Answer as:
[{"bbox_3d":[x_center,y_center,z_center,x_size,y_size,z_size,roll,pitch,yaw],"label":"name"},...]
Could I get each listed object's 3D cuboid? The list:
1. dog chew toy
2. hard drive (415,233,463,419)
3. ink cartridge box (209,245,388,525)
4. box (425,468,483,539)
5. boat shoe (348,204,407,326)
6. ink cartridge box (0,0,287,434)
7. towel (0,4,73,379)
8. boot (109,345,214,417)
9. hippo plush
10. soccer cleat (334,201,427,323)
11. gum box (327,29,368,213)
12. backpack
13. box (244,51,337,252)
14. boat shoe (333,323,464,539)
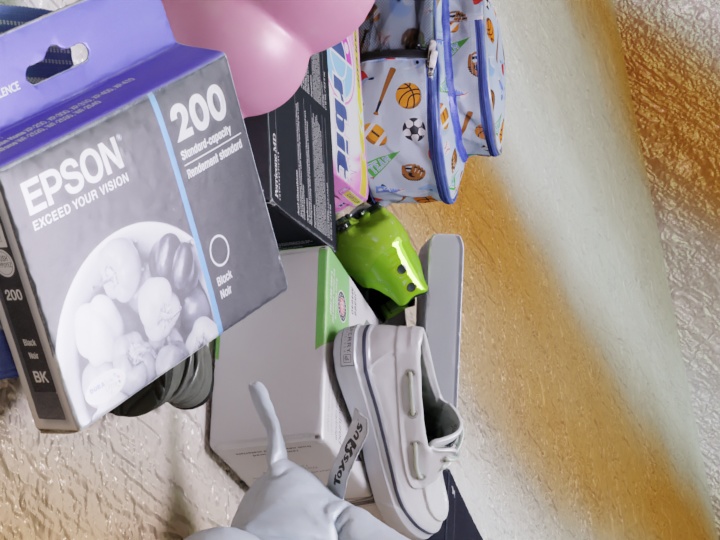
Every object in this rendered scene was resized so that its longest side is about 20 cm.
[{"bbox_3d":[-0.076,-0.155,1.351,0.200,0.124,0.125,-53,157,-1],"label":"dog chew toy"},{"bbox_3d":[0.057,0.043,1.621,0.200,0.027,0.133,101,-8,-88],"label":"hard drive"},{"bbox_3d":[-0.031,0.094,1.514,0.200,0.084,0.146,55,32,-58],"label":"ink cartridge box"},{"bbox_3d":[0.039,0.284,1.629,0.182,0.104,0.201,65,23,-47],"label":"box"},{"bbox_3d":[0.000,0.026,1.706,0.072,0.070,0.201,55,25,-34],"label":"boat shoe"},{"bbox_3d":[-0.131,-0.044,1.155,0.198,0.043,0.201,-35,114,-49],"label":"ink cartridge box"},{"bbox_3d":[-0.185,-0.044,1.162,0.145,0.024,0.201,-12,92,-68],"label":"towel"},{"bbox_3d":[-0.128,-0.011,1.292,0.131,0.067,0.201,-14,103,-79],"label":"boot"},{"bbox_3d":[-0.044,0.196,1.284,0.161,0.159,0.201,-21,122,-62],"label":"hippo plush"},{"bbox_3d":[0.000,0.000,1.592,0.081,0.067,0.200,59,-11,-4],"label":"soccer cleat"},{"bbox_3d":[-0.045,-0.146,1.612,0.113,0.066,0.201,34,50,-67],"label":"gum box"},{"bbox_3d":[0.049,-0.149,1.817,0.200,0.153,0.191,41,54,-71],"label":"backpack"},{"bbox_3d":[-0.076,-0.120,1.477,0.141,0.078,0.201,43,42,-69],"label":"box"},{"bbox_3d":[0.039,0.115,1.470,0.200,0.066,0.074,67,23,-45],"label":"boat shoe"}]
